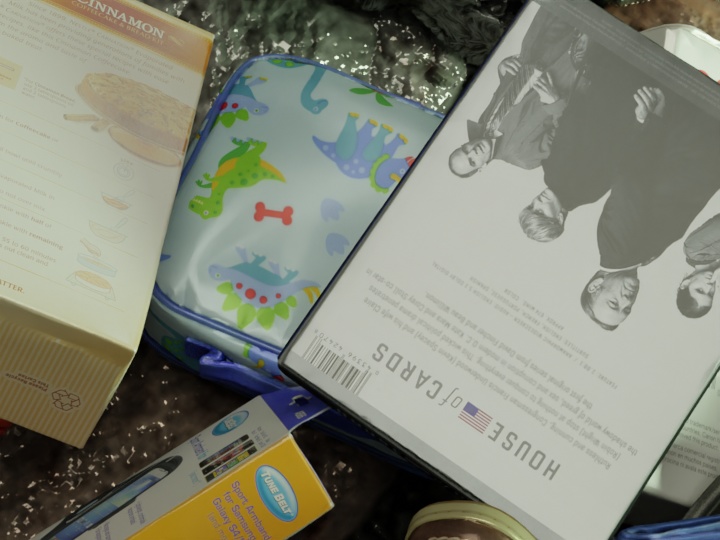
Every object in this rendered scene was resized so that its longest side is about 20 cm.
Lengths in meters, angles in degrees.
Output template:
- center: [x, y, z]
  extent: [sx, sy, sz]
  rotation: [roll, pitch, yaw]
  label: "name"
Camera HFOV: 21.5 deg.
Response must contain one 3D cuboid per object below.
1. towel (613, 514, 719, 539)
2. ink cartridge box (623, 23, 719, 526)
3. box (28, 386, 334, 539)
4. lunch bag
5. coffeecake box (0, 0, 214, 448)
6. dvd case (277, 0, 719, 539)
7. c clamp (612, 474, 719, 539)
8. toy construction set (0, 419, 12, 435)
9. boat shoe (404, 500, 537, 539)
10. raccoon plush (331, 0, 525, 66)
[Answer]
- center: [0.170, 0.186, 0.784]
  extent: [0.143, 0.202, 0.024]
  rotation: [-7, 22, -12]
  label: "towel"
- center: [0.146, 0.012, 0.854]
  extent: [0.146, 0.082, 0.202]
  rotation: [21, 72, -35]
  label: "ink cartridge box"
- center: [-0.091, 0.115, 0.796]
  extent: [0.199, 0.119, 0.042]
  rotation: [-30, 98, -6]
  label: "box"
- center: [0.000, 0.000, 0.900]
  extent: [0.198, 0.083, 0.162]
  rotation: [22, 64, 4]
  label: "lunch bag"
- center: [-0.158, -0.046, 0.815]
  extent: [0.152, 0.073, 0.201]
  rotation: [22, 44, -14]
  label: "coffeecake box"
- center: [0.082, -0.001, 0.768]
  extent: [0.150, 0.025, 0.201]
  rotation: [34, 79, 8]
  label: "dvd case"
- center: [0.181, 0.150, 0.805]
  extent: [0.199, 0.027, 0.172]
  rotation: [33, 100, -21]
  label: "c clamp"
- center: [-0.191, -0.022, 0.887]
  extent: [0.130, 0.092, 0.201]
  rotation: [-17, 73, -40]
  label: "toy construction set"
- center: [0.054, 0.189, 0.741]
  extent: [0.071, 0.202, 0.072]
  rotation: [-3, 23, 21]
  label: "boat shoe"
- center: [0.063, -0.196, 1.000]
  extent: [0.198, 0.097, 0.135]
  rotation: [24, 57, 6]
  label: "raccoon plush"
